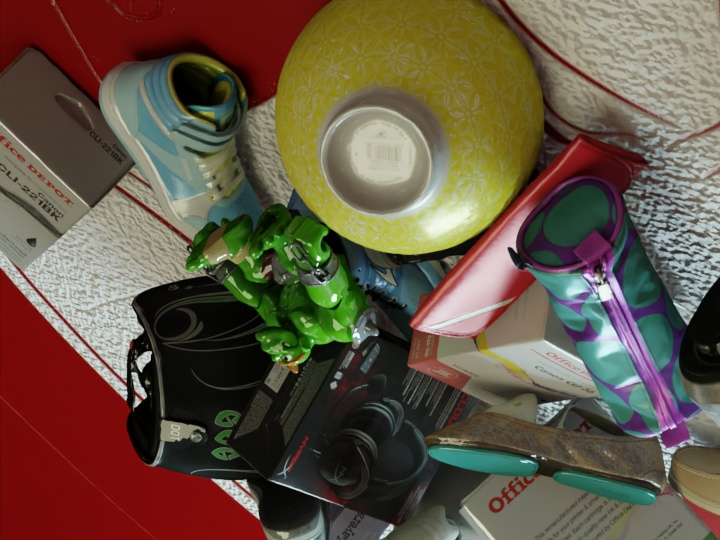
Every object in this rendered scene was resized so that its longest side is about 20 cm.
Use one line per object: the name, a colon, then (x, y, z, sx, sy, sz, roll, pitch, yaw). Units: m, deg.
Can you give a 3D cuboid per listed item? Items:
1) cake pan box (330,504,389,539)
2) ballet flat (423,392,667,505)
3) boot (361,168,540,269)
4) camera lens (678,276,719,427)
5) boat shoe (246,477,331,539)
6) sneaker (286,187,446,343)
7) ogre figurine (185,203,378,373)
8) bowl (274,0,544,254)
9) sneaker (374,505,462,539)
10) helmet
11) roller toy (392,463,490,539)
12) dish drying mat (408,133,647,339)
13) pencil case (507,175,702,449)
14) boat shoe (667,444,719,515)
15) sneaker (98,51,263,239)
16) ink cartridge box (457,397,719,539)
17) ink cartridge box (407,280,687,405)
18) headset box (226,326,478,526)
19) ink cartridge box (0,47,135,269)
cake pan box: (-0.024, 0.253, 1.485, 0.052, 0.200, 0.184, 40, 158, -3)
ballet flat: (0.150, 0.138, 1.228, 0.199, 0.068, 0.068, 14, 156, -5)
boot: (0.056, -0.085, 1.149, 0.153, 0.074, 0.204, 3, 131, 30)
camera lens: (0.327, 0.078, 1.020, 0.200, 0.160, 0.160, 44, 146, -13)
boat shoe: (-0.060, 0.218, 1.393, 0.202, 0.074, 0.065, -118, 12, -74)
sneaker: (0.000, 0.000, 1.278, 0.078, 0.090, 0.200, -14, 123, 49)
ogre figurine: (-0.055, 0.009, 1.185, 0.199, 0.098, 0.120, -21, 117, 45)
bowl: (0.024, -0.092, 1.053, 0.199, 0.108, 0.201, 6, 114, 13)
sneaker: (0.051, 0.264, 1.347, 0.076, 0.092, 0.200, 50, 165, 14)
helmet: (-0.114, 0.097, 1.398, 0.200, 0.190, 0.201, 176, 90, -68)
roller toy: (0.132, 0.250, 1.426, 0.182, 0.140, 0.200, -27, 104, 48)
dish drying mat: (0.120, -0.019, 1.104, 0.077, 0.018, 0.200, 14, 131, -39)
pencil case: (0.181, 0.031, 1.070, 0.085, 0.093, 0.200, -28, 127, 10)
boat shoe: (0.332, 0.161, 1.209, 0.199, 0.074, 0.070, 10, 117, 45)
sneaker: (-0.124, -0.098, 1.280, 0.130, 0.080, 0.200, -10, 127, 49)
ink cartridge box: (0.199, 0.226, 1.280, 0.200, 0.145, 0.084, 48, 173, 8)
ink cartridge box: (0.146, 0.053, 1.201, 0.116, 0.068, 0.199, 25, 155, -32)
headset box: (0.004, 0.128, 1.320, 0.200, 0.149, 0.077, 29, -177, -42)
ink cartridge box: (-0.317, -0.102, 1.442, 0.144, 0.084, 0.200, 44, 145, -11)
